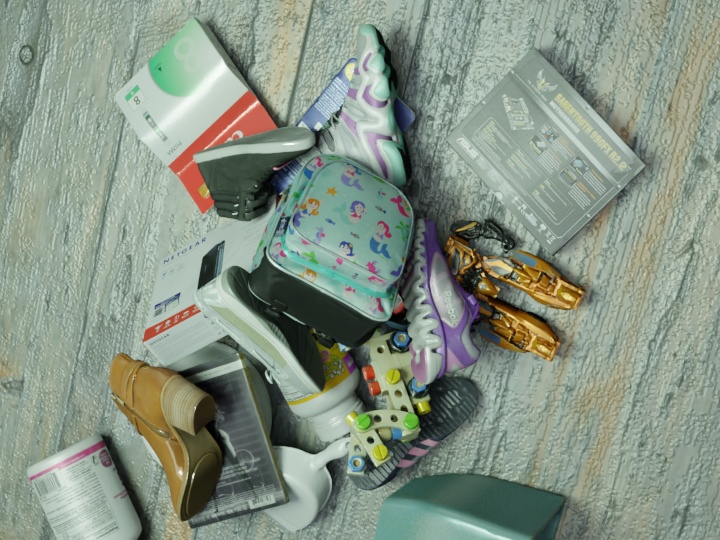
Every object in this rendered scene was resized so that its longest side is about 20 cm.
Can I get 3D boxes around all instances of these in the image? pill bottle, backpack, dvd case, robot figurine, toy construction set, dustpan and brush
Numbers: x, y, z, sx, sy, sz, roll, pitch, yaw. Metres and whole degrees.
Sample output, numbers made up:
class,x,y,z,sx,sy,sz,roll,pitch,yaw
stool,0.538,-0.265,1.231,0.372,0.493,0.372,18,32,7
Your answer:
class,x,y,z,sx,sy,sz,roll,pitch,yaw
pill bottle,-0.376,0.343,1.448,0.112,0.113,0.203,-25,89,16
backpack,-0.022,-0.039,1.209,0.175,0.202,0.151,28,136,-9
dvd case,-0.187,0.221,1.339,0.146,0.016,0.203,-18,91,19
robot figurine,0.172,0.024,1.294,0.197,0.058,0.147,26,101,11
pill bottle,-0.066,0.115,1.338,0.103,0.104,0.202,-25,99,16
toy construction set,0.016,0.140,1.280,0.129,0.092,0.203,-17,83,-11
dustpan and brush,-0.074,0.266,1.355,0.139,0.058,0.199,42,138,-17

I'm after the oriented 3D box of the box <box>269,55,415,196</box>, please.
class,x,y,z,sx,sy,sz,roll,pitch,yaw
box,-0.028,-0.163,1.343,0.121,0.032,0.200,44,106,7

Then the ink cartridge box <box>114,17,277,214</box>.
class,x,y,z,sx,sy,sz,roll,pitch,yaw
ink cartridge box,-0.216,-0.203,1.368,0.160,0.050,0.201,-39,74,16

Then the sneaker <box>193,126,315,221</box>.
class,x,y,z,sx,sy,sz,roll,pitch,yaw
sneaker,-0.121,-0.118,1.300,0.198,0.070,0.101,-6,108,39

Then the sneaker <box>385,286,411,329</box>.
class,x,y,z,sx,sy,sz,roll,pitch,yaw
sneaker,0.000,0.000,1.308,0.199,0.090,0.079,36,94,-1

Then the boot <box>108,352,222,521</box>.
class,x,y,z,sx,sy,sz,roll,pitch,yaw
boot,-0.255,0.208,1.319,0.153,0.073,0.203,21,117,28

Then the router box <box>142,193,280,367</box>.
class,x,y,z,sx,sy,sz,roll,pitch,yaw
router box,-0.178,0.011,1.329,0.198,0.181,0.049,-28,122,16

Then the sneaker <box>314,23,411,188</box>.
class,x,y,z,sx,sy,sz,roll,pitch,yaw
sneaker,-0.020,-0.194,1.281,0.137,0.078,0.204,-8,94,15

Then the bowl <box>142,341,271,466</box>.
class,x,y,z,sx,sy,sz,roll,pitch,yaw
bowl,-0.227,0.202,1.405,0.197,0.090,0.205,2,96,16

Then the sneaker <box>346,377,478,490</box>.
class,x,y,z,sx,sy,sz,roll,pitch,yaw
sneaker,0.066,0.211,1.344,0.198,0.082,0.071,-34,75,-6

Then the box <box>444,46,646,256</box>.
class,x,y,z,sx,sy,sz,roll,pitch,yaw
box,0.225,-0.145,1.268,0.158,0.048,0.200,-45,84,14

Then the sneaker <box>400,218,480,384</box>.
class,x,y,z,sx,sy,sz,roll,pitch,yaw
sneaker,0.099,0.035,1.249,0.087,0.081,0.204,-3,71,-12

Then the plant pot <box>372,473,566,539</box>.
class,x,y,z,sx,sy,sz,roll,pitch,yaw
plant pot,0.118,0.359,1.281,0.197,0.195,0.200,18,100,21

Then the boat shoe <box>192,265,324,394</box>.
class,x,y,z,sx,sy,sz,roll,pitch,yaw
boat shoe,-0.114,0.079,1.230,0.064,0.075,0.202,-27,125,24
